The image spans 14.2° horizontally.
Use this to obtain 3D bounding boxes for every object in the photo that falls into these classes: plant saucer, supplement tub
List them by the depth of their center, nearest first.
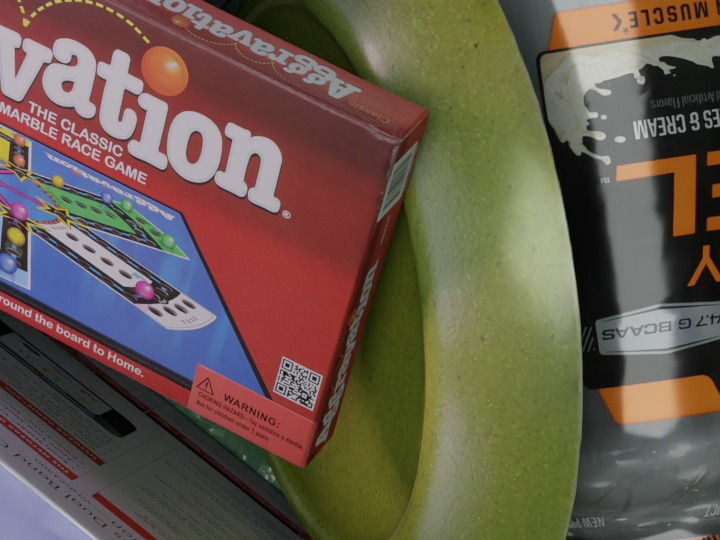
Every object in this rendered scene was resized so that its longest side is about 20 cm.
[{"bbox_3d":[0.000,0.000,0.751,0.031,0.200,0.201,-9,92,-20],"label":"plant saucer"},{"bbox_3d":[0.071,-0.015,0.772,0.122,0.123,0.201,-9,93,9],"label":"supplement tub"}]

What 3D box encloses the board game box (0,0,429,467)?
[{"bbox_3d":[-0.085,-0.037,0.707,0.199,0.019,0.103,26,127,13],"label":"board game box"}]

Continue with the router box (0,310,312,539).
[{"bbox_3d":[-0.057,0.083,0.768,0.200,0.179,0.049,38,97,5],"label":"router box"}]

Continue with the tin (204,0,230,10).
[{"bbox_3d":[-0.078,-0.059,0.774,0.042,0.112,0.200,43,131,-2],"label":"tin"}]
